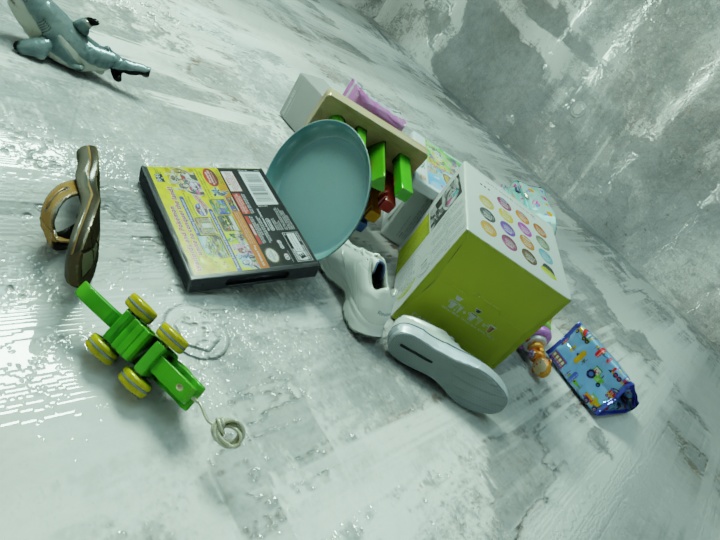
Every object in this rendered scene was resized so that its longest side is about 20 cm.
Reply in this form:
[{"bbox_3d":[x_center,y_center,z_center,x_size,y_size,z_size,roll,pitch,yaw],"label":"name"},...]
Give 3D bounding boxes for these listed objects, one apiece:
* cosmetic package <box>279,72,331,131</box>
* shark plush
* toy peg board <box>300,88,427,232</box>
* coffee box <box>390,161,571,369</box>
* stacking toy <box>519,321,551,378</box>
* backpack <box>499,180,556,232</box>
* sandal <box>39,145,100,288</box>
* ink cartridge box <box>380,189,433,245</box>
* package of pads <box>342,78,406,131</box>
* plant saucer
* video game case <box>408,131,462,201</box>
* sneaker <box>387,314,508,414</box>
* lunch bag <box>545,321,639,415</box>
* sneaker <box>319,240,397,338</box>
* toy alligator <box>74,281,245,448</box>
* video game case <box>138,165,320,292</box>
[{"bbox_3d":[-0.071,-0.307,1.175,0.200,0.108,0.089,47,29,20],"label":"cosmetic package"},{"bbox_3d":[-0.406,-0.331,0.810,0.196,0.084,0.092,28,28,-20],"label":"shark plush"},{"bbox_3d":[-0.021,-0.145,0.909,0.196,0.199,0.100,24,45,-25],"label":"toy peg board"},{"bbox_3d":[0.184,0.000,0.897,0.196,0.201,0.200,30,36,-13],"label":"coffee box"},{"bbox_3d":[0.322,0.111,1.059,0.108,0.116,0.204,28,42,-29],"label":"stacking toy"},{"bbox_3d":[0.392,-0.107,1.382,0.148,0.179,0.203,9,36,-15],"label":"backpack"},{"bbox_3d":[-0.287,-0.060,0.556,0.053,0.083,0.203,1,44,-25],"label":"sandal"},{"bbox_3d":[0.157,-0.105,1.108,0.197,0.146,0.147,31,29,-12],"label":"ink cartridge box"},{"bbox_3d":[-0.018,-0.221,1.005,0.118,0.202,0.076,24,23,-30],"label":"package of pads"},{"bbox_3d":[-0.062,-0.108,0.782,0.027,0.200,0.202,21,28,-54],"label":"plant saucer"},{"bbox_3d":[0.172,-0.159,1.026,0.196,0.022,0.185,29,35,-17],"label":"video game case"},{"bbox_3d":[0.128,0.125,0.796,0.197,0.074,0.071,36,30,-6],"label":"sneaker"},{"bbox_3d":[0.480,0.208,1.124,0.198,0.094,0.152,25,26,-51],"label":"lunch bag"},{"bbox_3d":[0.000,0.000,0.812,0.073,0.088,0.202,8,38,-41],"label":"sneaker"},{"bbox_3d":[-0.176,0.086,0.500,0.199,0.060,0.054,42,-14,5],"label":"toy alligator"},{"bbox_3d":[-0.169,-0.062,0.723,0.177,0.026,0.202,-6,50,-39],"label":"video game case"}]
